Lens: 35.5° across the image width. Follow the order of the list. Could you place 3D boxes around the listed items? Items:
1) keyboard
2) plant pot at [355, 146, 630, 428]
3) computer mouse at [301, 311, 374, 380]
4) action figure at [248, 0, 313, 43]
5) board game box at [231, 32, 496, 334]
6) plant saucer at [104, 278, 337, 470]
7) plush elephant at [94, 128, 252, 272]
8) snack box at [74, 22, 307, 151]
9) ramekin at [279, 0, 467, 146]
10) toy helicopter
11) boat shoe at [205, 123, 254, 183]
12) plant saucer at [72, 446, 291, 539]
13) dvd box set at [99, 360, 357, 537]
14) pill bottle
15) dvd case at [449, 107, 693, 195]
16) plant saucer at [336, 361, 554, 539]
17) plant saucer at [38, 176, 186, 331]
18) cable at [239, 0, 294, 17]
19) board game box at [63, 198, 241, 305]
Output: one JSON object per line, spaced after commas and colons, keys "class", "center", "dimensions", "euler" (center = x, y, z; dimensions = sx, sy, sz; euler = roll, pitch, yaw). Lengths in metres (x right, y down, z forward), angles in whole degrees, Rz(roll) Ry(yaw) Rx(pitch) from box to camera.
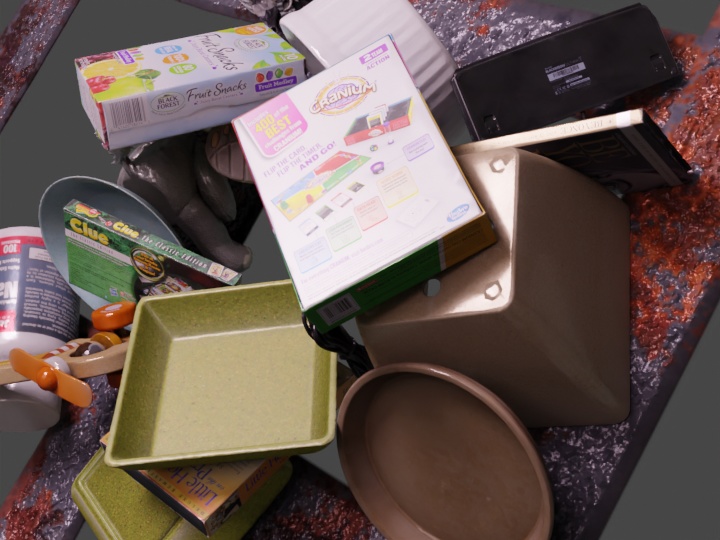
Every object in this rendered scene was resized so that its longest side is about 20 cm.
{"class": "keyboard", "center": [0.189, -0.150, 0.991], "dimensions": [0.198, 0.021, 0.129], "euler": [-20, 81, -6]}
{"class": "plant pot", "center": [0.100, 0.008, 0.925], "dimensions": [0.198, 0.177, 0.202], "euler": [-8, 63, 29]}
{"class": "computer mouse", "center": [0.000, 0.000, 1.018], "dimensions": [0.046, 0.141, 0.202], "euler": [-18, 50, 22]}
{"class": "action figure", "center": [-0.071, -0.299, 1.184], "dimensions": [0.118, 0.200, 0.103], "euler": [-34, 38, 15]}
{"class": "board game box", "center": [-0.002, -0.072, 0.872], "dimensions": [0.152, 0.040, 0.202], "euler": [-27, 56, 7]}
{"class": "plant saucer", "center": [-0.113, 0.099, 1.007], "dimensions": [0.197, 0.048, 0.201], "euler": [-7, 43, 7]}
{"class": "plush elephant", "center": [-0.180, -0.122, 1.187], "dimensions": [0.163, 0.201, 0.155], "euler": [10, 52, 37]}
{"class": "snack box", "center": [-0.164, -0.181, 1.081], "dimensions": [0.197, 0.054, 0.142], "euler": [-15, 31, -17]}
{"class": "ramekin", "center": [0.022, -0.186, 1.061], "dimensions": [0.097, 0.201, 0.201], "euler": [-40, 52, 0]}
{"class": "toy helicopter", "center": [-0.309, 0.098, 1.109], "dimensions": [0.197, 0.132, 0.080], "euler": [-10, 104, 6]}
{"class": "boat shoe", "center": [-0.053, -0.103, 1.103], "dimensions": [0.198, 0.073, 0.075], "euler": [21, 97, -6]}
{"class": "plant saucer", "center": [-0.190, 0.202, 1.089], "dimensions": [0.201, 0.048, 0.199], "euler": [-50, 51, 2]}
{"class": "dvd box set", "center": [-0.119, 0.133, 1.034], "dimensions": [0.145, 0.030, 0.200], "euler": [27, 55, 32]}
{"class": "pill bottle", "center": [-0.369, 0.066, 1.235], "dimensions": [0.118, 0.119, 0.202], "euler": [-19, 59, 24]}
{"class": "dvd case", "center": [0.163, -0.085, 0.947], "dimensions": [0.198, 0.148, 0.016], "euler": [-9, 72, 29]}
{"class": "plant saucer", "center": [0.068, 0.159, 0.894], "dimensions": [0.198, 0.203, 0.029], "euler": [7, 27, 35]}
{"class": "plant saucer", "center": [-0.244, -0.021, 1.174], "dimensions": [0.199, 0.203, 0.039], "euler": [1, 37, 33]}
{"class": "cable", "center": [-0.073, -0.387, 1.297], "dimensions": [0.198, 0.069, 0.203], "euler": [-1, 67, 32]}
{"class": "board game box", "center": [-0.210, 0.009, 1.132], "dimensions": [0.198, 0.106, 0.024], "euler": [24, 46, 14]}
